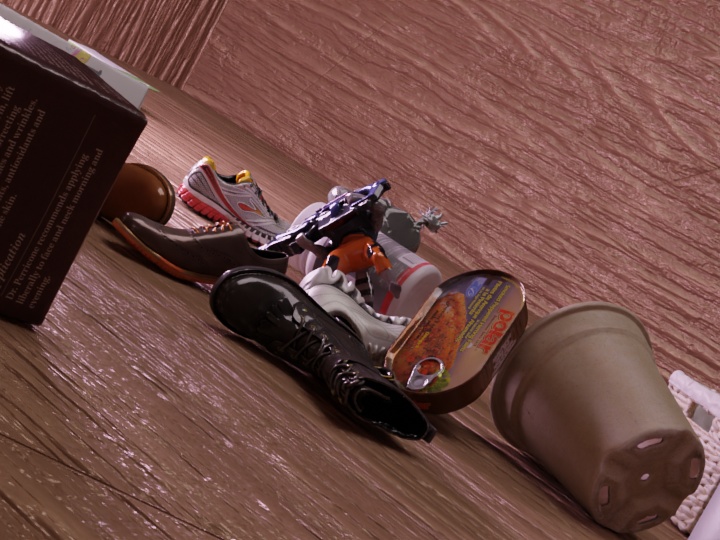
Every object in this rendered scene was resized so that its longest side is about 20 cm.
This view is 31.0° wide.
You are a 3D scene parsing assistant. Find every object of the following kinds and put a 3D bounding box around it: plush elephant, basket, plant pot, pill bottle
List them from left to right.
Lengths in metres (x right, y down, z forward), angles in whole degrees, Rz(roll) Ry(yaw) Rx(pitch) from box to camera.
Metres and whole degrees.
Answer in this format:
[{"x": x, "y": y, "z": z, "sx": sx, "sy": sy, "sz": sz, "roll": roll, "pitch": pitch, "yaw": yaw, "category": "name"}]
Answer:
[{"x": 0.000, "y": 0.000, "z": 1.711, "sx": 0.199, "sy": 0.115, "sz": 0.114, "roll": 33, "pitch": 7, "yaw": 27, "category": "pill bottle"}, {"x": 0.023, "y": -0.040, "z": 2.064, "sx": 0.197, "sy": 0.155, "sz": 0.167, "roll": -11, "pitch": 72, "yaw": -28, "category": "plush elephant"}, {"x": 0.260, "y": 0.167, "z": 1.368, "sx": 0.199, "sy": 0.201, "sz": 0.184, "roll": 26, "pitch": 19, "yaw": -31, "category": "plant pot"}, {"x": 0.474, "y": 0.260, "z": 1.642, "sx": 0.198, "sy": 0.162, "sz": 0.198, "roll": 27, "pitch": 7, "yaw": -20, "category": "basket"}]

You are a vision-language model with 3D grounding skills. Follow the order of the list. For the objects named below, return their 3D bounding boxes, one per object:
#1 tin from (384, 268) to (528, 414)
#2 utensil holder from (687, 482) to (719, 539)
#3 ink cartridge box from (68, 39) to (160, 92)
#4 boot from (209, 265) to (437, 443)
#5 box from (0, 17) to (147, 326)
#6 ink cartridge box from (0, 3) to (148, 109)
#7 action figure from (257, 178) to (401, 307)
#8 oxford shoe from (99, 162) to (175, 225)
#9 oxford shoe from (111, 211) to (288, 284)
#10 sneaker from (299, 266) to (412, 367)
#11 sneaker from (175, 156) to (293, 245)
[{"x": 0.104, "y": 0.074, "z": 1.368, "sx": 0.111, "sy": 0.200, "sz": 0.042, "roll": 7, "pitch": -48, "yaw": 36, "category": "tin"}, {"x": 0.357, "y": 0.238, "z": 1.077, "sx": 0.169, "sy": 0.202, "sz": 0.170, "roll": 30, "pitch": 6, "yaw": -3, "category": "utensil holder"}, {"x": -0.527, "y": -0.403, "z": 2.723, "sx": 0.199, "sy": 0.060, "sz": 0.104, "roll": 33, "pitch": 7, "yaw": 20, "category": "ink cartridge box"}, {"x": -0.032, "y": 0.075, "z": 1.166, "sx": 0.199, "sy": 0.070, "sz": 0.174, "roll": 30, "pitch": 5, "yaw": -27, "category": "boot"}, {"x": -0.283, "y": -0.094, "z": 0.876, "sx": 0.199, "sy": 0.167, "sz": 0.164, "roll": 26, "pitch": 8, "yaw": -36, "category": "box"}, {"x": -0.355, "y": -0.194, "z": 1.464, "sx": 0.198, "sy": 0.084, "sz": 0.146, "roll": 28, "pitch": -27, "yaw": -15, "category": "ink cartridge box"}, {"x": -0.031, "y": -0.016, "z": 1.614, "sx": 0.105, "sy": 0.198, "sz": 0.195, "roll": 52, "pitch": 24, "yaw": -37, "category": "action figure"}, {"x": -0.277, "y": -0.090, "z": 1.367, "sx": 0.198, "sy": 0.072, "sz": 0.071, "roll": 20, "pitch": 5, "yaw": 33, "category": "oxford shoe"}, {"x": -0.162, "y": -0.026, "z": 1.336, "sx": 0.199, "sy": 0.074, "sz": 0.071, "roll": 26, "pitch": 8, "yaw": -35, "category": "oxford shoe"}, {"x": 0.015, "y": 0.080, "z": 1.411, "sx": 0.198, "sy": 0.075, "sz": 0.081, "roll": 31, "pitch": 25, "yaw": -14, "category": "sneaker"}, {"x": -0.160, "y": -0.093, "z": 1.852, "sx": 0.198, "sy": 0.083, "sz": 0.078, "roll": 28, "pitch": 6, "yaw": -23, "category": "sneaker"}]
